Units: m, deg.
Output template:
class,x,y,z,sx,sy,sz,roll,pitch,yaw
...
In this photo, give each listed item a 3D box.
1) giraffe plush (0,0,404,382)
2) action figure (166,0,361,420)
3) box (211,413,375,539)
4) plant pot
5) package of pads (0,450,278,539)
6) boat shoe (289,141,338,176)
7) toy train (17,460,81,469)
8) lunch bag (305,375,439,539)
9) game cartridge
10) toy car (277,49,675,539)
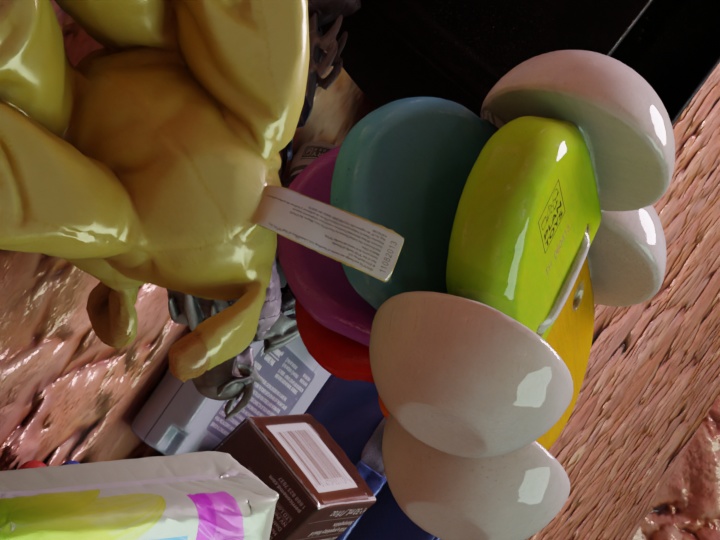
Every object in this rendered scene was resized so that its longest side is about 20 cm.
class,x,y,z,sx,sy,sz,roll,pitch,yaw
giraffe plush,-0.094,-0.049,0.994,0.173,0.200,0.162,-53,-166,-15
action figure,-0.046,-0.027,1.132,0.130,0.069,0.201,99,-1,-66
box,-0.095,0.175,1.479,0.200,0.075,0.100,-43,165,14
plant pot,0.078,-0.148,1.228,0.200,0.177,0.200,-53,165,-12
package of pads,-0.146,0.174,1.221,0.199,0.068,0.155,-1,112,-36
boat shoe,0.000,0.000,1.440,0.200,0.070,0.066,64,41,-63
toy train,-0.184,0.192,1.339,0.200,0.085,0.116,-56,178,2
lunch bag,-0.002,0.159,1.695,0.200,0.136,0.132,-55,164,3
game cartridge,-0.065,0.061,1.493,0.133,0.041,0.200,-51,165,-4
toy car,0.038,0.002,1.050,0.200,0.150,0.175,83,31,-60
